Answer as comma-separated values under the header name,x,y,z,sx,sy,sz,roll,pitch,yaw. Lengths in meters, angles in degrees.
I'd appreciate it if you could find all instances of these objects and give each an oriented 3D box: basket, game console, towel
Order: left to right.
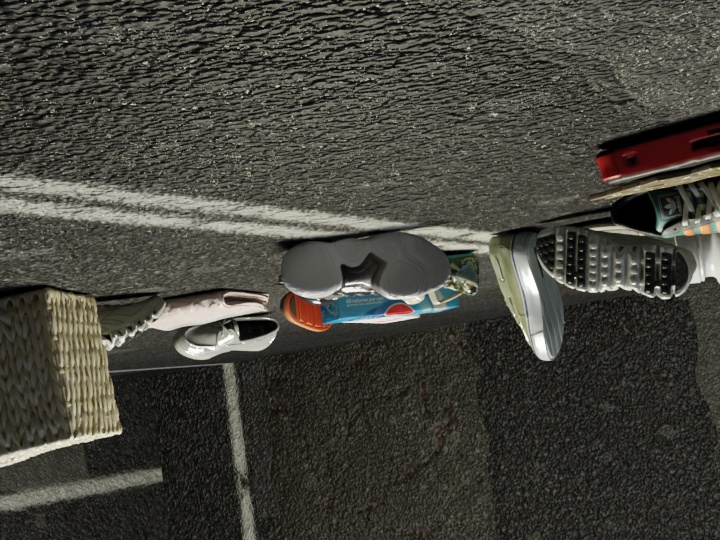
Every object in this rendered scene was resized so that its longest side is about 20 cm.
name,x,y,z,sx,sy,sz,roll,pitch,yaw
basket,-0.411,0.129,1.676,0.159,0.203,0.198,-14,174,7
towel,-0.256,0.061,2.023,0.197,0.033,0.191,-11,173,18
game console,0.321,-0.111,1.175,0.198,0.031,0.176,-12,179,41

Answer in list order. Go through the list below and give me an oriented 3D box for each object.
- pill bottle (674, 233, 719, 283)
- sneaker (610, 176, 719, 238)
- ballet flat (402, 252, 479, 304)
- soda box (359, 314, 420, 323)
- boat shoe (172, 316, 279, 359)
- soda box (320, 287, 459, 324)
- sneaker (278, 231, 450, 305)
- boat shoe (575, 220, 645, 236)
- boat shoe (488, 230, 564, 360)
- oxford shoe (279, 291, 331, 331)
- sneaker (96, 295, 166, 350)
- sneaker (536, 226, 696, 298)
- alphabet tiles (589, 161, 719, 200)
name,x,y,z,sx,sy,sz,roll,pitch,yaw
pill bottle,0.490,-0.039,1.674,0.197,0.113,0.111,-9,174,12
sneaker,0.347,-0.066,1.400,0.079,0.072,0.199,-9,177,-40
ballet flat,0.088,0.013,1.843,0.198,0.075,0.074,-4,173,-35
soda box,0.027,0.046,2.102,0.067,0.065,0.200,-10,175,22
boat shoe,-0.235,0.113,2.413,0.198,0.073,0.069,3,148,-31
soda box,0.041,0.032,1.958,0.198,0.069,0.064,-5,174,-26
sneaker,0.000,0.000,1.579,0.197,0.077,0.114,-1,174,-11
boat shoe,0.276,-0.036,1.779,0.198,0.073,0.063,-17,-146,25
boat shoe,0.219,0.030,1.772,0.061,0.202,0.072,6,-141,33
oxford shoe,-0.078,0.057,2.043,0.072,0.072,0.199,-5,176,25
sneaker,-0.354,0.073,1.825,0.199,0.082,0.075,-27,178,-24
sneaker,0.310,-0.014,1.647,0.198,0.076,0.081,13,-161,26
alphabet tiles,0.312,-0.089,1.250,0.164,0.006,0.200,-12,179,-17
